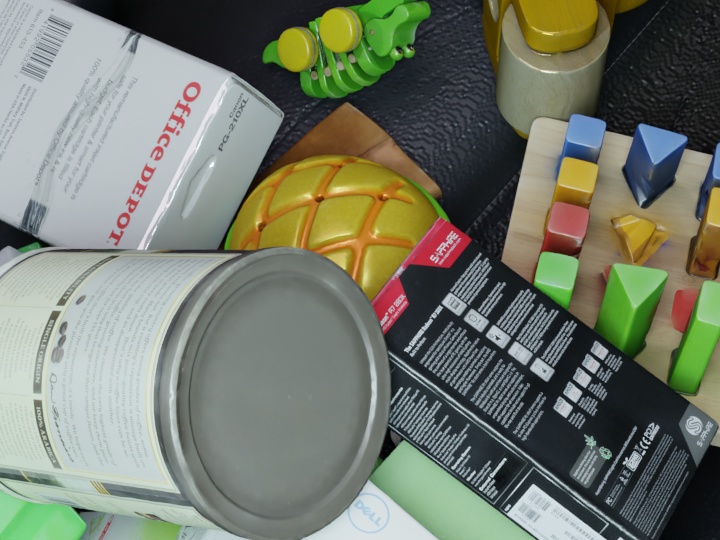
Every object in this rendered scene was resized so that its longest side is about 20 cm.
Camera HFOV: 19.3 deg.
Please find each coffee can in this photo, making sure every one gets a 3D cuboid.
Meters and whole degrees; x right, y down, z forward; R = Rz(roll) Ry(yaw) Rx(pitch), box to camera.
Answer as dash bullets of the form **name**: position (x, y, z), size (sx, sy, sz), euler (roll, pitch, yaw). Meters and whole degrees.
- **coffee can**: position (-0.104, 0.060, 1.115), size (0.200, 0.146, 0.147), euler (1, 60, 47)

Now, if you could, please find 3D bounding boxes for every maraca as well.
- **maraca**: position (0.000, 0.000, 1.284), size (0.137, 0.107, 0.200), euler (-40, 50, -14)

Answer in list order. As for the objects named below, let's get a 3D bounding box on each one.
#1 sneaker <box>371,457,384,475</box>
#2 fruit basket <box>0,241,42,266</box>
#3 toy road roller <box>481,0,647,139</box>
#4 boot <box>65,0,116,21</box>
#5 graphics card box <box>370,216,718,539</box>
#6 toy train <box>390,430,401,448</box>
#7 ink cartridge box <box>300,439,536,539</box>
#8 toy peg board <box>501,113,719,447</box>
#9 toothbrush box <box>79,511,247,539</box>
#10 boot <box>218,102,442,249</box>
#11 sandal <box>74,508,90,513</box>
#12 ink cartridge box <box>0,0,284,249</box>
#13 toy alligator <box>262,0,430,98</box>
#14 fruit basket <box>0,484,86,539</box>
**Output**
- **sneaker**: position (-0.039, 0.147, 1.256), size (0.077, 0.200, 0.084), euler (-25, 102, -22)
- **fruit basket**: position (-0.261, 0.074, 1.346), size (0.200, 0.094, 0.185), euler (-31, 29, 0)
- **toy road roller**: position (0.150, -0.196, 1.404), size (0.146, 0.123, 0.200), euler (-9, 61, -5)
- **boot**: position (-0.163, -0.140, 1.466), size (0.168, 0.076, 0.201), euler (15, 75, 23)
- **graphics card box**: position (0.090, 0.071, 1.163), size (0.200, 0.051, 0.125), euler (36, 40, 3)
- **toy train**: position (0.119, 0.089, 1.293), size (0.200, 0.056, 0.150), euler (-37, 67, -24)
- **ink cartridge box**: position (0.048, 0.162, 1.113), size (0.145, 0.048, 0.200), euler (41, 62, 7)
- **toy peg board**: position (0.189, -0.013, 1.273), size (0.199, 0.098, 0.200), euler (13, 58, 3)
- **toothbrush box**: position (-0.120, 0.218, 1.210), size (0.086, 0.200, 0.146), euler (32, 69, -22)
- **boot**: position (-0.031, 0.002, 1.389), size (0.200, 0.069, 0.188), euler (-32, 54, -13)
- **sandal**: position (-0.228, 0.159, 1.345), size (0.200, 0.075, 0.048), euler (-22, 32, -8)
- **ink cartridge box**: position (-0.171, -0.083, 1.360), size (0.200, 0.084, 0.145), euler (25, 86, 29)
- **toy alligator**: position (0.010, -0.155, 1.421), size (0.200, 0.059, 0.054), euler (-19, 90, 41)
- **fruit basket**: position (-0.290, 0.148, 1.192), size (0.216, 0.216, 0.155), euler (-47, 33, -12)
